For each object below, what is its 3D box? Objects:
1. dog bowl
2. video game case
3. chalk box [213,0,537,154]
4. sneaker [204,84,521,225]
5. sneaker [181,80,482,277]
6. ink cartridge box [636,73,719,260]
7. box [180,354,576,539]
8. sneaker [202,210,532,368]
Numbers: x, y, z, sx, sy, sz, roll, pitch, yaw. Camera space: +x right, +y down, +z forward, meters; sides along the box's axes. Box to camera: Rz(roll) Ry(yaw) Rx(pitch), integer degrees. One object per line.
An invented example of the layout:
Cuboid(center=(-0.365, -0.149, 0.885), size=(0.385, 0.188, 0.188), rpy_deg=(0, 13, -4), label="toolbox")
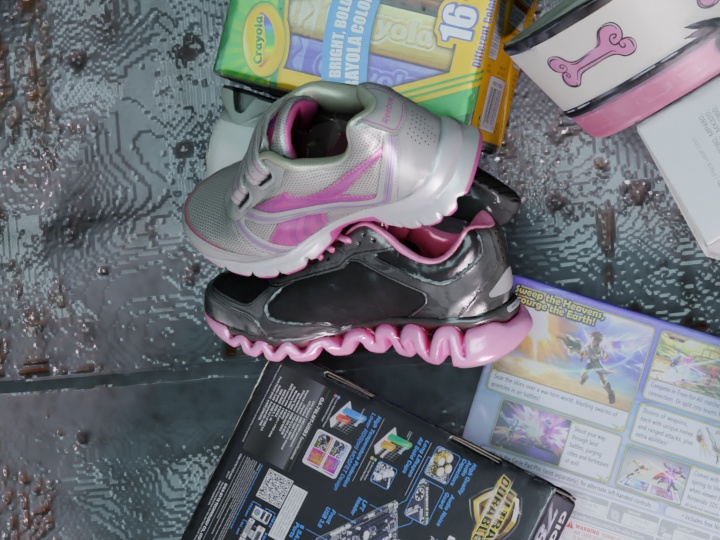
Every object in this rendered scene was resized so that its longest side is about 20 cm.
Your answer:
Cuboid(center=(0.181, -0.148, 1.607), size=(0.199, 0.200, 0.074), rpy_deg=(-32, 94, 10), label="dog bowl")
Cuboid(center=(0.157, 0.117, 1.669), size=(0.199, 0.045, 0.182), rpy_deg=(18, 92, 13), label="video game case")
Cuboid(center=(-0.006, -0.155, 1.679), size=(0.199, 0.125, 0.125), rpy_deg=(16, 91, 12), label="chalk box")
Cuboid(center=(-0.002, -0.042, 1.702), size=(0.199, 0.074, 0.089), rpy_deg=(17, 93, 23), label="sneaker")
Cuboid(center=(-0.031, -0.062, 1.604), size=(0.199, 0.088, 0.082), rpy_deg=(-19, 44, 37), label="sneaker")
Cuboid(center=(0.262, -0.093, 1.602), size=(0.199, 0.146, 0.083), rpy_deg=(-32, 82, 9), label="ink cartridge box")
Cuboid(center=(-0.006, 0.174, 1.653), size=(0.198, 0.050, 0.201), rpy_deg=(25, 87, 25), label="box")
Cuboid(center=(0.000, 0.000, 1.654), size=(0.199, 0.079, 0.096), rpy_deg=(0, 116, 20), label="sneaker")
